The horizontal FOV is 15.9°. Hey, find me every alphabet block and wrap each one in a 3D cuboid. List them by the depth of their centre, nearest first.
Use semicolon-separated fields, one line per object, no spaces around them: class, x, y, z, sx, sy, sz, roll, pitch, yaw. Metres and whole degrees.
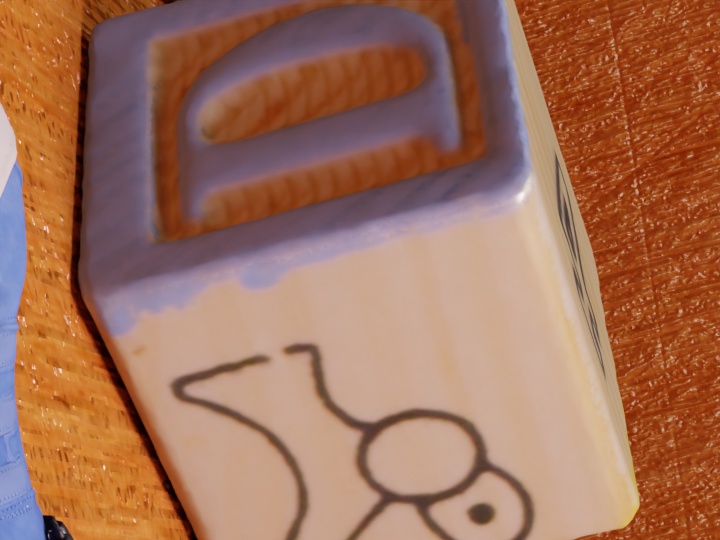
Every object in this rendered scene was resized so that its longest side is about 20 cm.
alphabet block;0.000;0.000;1.126;0.197;0.194;0.201;-92;166;-49

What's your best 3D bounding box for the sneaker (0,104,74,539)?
sneaker;-0.113;0.046;0.663;0.200;0.076;0.112;-86;155;-53

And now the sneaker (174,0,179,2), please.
sneaker;-0.064;-0.157;1.368;0.086;0.077;0.201;47;29;-66
